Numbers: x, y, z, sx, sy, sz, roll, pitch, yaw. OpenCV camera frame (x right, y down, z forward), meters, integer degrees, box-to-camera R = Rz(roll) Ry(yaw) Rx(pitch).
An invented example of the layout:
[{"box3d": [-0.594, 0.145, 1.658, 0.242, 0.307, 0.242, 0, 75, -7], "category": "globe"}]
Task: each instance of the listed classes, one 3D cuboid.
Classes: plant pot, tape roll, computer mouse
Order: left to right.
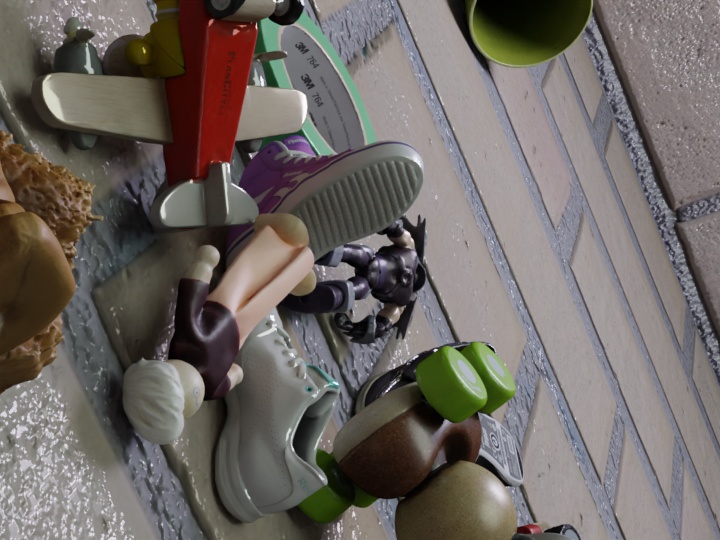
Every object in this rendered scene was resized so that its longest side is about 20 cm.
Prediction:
[{"box3d": [-0.052, -0.149, 1.314, 0.201, 0.048, 0.201, 50, 24, -32], "category": "tape roll"}, {"box3d": [0.102, 0.169, 1.467, 0.200, 0.044, 0.110, 42, 29, -43], "category": "computer mouse"}, {"box3d": [0.226, -0.435, 2.177, 0.187, 0.187, 0.200, 53, 12, -40], "category": "plant pot"}]

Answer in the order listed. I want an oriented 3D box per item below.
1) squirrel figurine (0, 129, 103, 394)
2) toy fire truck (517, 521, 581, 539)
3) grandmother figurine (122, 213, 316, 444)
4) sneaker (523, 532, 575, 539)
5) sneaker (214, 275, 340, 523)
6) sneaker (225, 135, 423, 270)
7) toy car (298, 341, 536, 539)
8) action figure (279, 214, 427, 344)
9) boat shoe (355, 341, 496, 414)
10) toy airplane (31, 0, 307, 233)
[{"box3d": [-0.218, -0.039, 0.738, 0.200, 0.141, 0.187, 60, 7, -66], "category": "squirrel figurine"}, {"box3d": [0.156, 0.330, 1.369, 0.200, 0.128, 0.177, 6, 66, -55], "category": "toy fire truck"}, {"box3d": [-0.095, 0.038, 0.978, 0.200, 0.060, 0.122, -55, 137, -44], "category": "grandmother figurine"}, {"box3d": [0.091, 0.263, 1.171, 0.073, 0.200, 0.085, 43, 52, -22], "category": "sneaker"}, {"box3d": [-0.057, 0.081, 1.061, 0.075, 0.088, 0.201, 41, 35, -51], "category": "sneaker"}, {"box3d": [-0.034, -0.073, 1.108, 0.073, 0.200, 0.115, 30, 46, -36], "category": "sneaker"}, {"box3d": [0.073, 0.183, 1.119, 0.200, 0.164, 0.158, 55, 17, 13], "category": "toy car"}, {"box3d": [0.000, 0.000, 1.282, 0.200, 0.069, 0.131, 5, 85, -58], "category": "action figure"}, {"box3d": [0.065, 0.106, 1.339, 0.072, 0.065, 0.200, 55, 32, 8], "category": "boat shoe"}, {"box3d": [-0.128, -0.123, 1.030, 0.199, 0.141, 0.200, -52, 142, -23], "category": "toy airplane"}]
